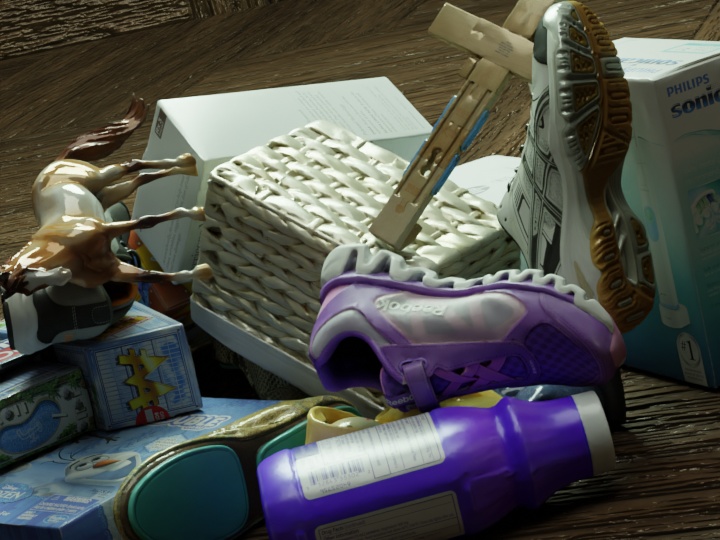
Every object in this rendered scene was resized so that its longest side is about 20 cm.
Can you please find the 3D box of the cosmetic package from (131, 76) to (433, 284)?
[{"bbox_3d":[-0.056,-0.066,1.620,0.199,0.113,0.081,-12,43,-32],"label":"cosmetic package"}]

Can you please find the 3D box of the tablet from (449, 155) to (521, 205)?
[{"bbox_3d":[0.102,-0.060,1.693,0.129,0.014,0.200,-22,15,-25],"label":"tablet"}]

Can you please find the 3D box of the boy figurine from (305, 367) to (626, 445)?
[{"bbox_3d":[0.056,0.088,1.369,0.199,0.065,0.124,-15,20,-12],"label":"boy figurine"}]

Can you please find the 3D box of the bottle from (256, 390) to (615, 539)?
[{"bbox_3d":[0.043,0.116,1.271,0.198,0.066,0.084,-15,20,-3],"label":"bottle"}]

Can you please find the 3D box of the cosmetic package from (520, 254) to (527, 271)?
[{"bbox_3d":[0.112,-0.024,1.719,0.101,0.075,0.200,-7,14,25],"label":"cosmetic package"}]

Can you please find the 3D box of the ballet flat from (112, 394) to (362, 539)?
[{"bbox_3d":[-0.082,0.124,1.368,0.199,0.071,0.070,-20,14,-41],"label":"ballet flat"}]

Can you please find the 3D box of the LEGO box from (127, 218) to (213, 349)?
[{"bbox_3d":[-0.114,-0.004,1.730,0.199,0.077,0.149,-25,-13,-36],"label":"LEGO box"}]

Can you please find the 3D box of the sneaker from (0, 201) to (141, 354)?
[{"bbox_3d":[-0.180,0.002,1.518,0.079,0.075,0.200,-2,21,9],"label":"sneaker"}]

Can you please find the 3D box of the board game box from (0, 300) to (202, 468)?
[{"bbox_3d":[-0.205,0.073,1.517,0.199,0.062,0.199,-22,15,-33],"label":"board game box"}]

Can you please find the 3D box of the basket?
[{"bbox_3d":[0.000,0.000,1.495,0.199,0.124,0.135,29,39,31],"label":"basket"}]

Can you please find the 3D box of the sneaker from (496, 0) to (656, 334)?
[{"bbox_3d":[0.115,-0.058,1.355,0.087,0.202,0.075,-7,-1,41],"label":"sneaker"}]

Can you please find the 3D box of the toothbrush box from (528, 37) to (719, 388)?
[{"bbox_3d":[0.195,-0.041,1.437,0.085,0.201,0.146,-21,15,-24],"label":"toothbrush box"}]

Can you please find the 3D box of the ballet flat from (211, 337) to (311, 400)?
[{"bbox_3d":[-0.068,0.045,1.626,0.067,0.076,0.200,-16,14,-12],"label":"ballet flat"}]

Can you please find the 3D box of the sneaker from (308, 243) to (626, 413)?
[{"bbox_3d":[0.054,0.047,1.308,0.199,0.081,0.089,8,48,26],"label":"sneaker"}]

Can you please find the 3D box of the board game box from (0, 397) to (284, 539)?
[{"bbox_3d":[-0.177,0.136,1.460,0.199,0.044,0.198,-1,19,44],"label":"board game box"}]

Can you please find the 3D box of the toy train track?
[{"bbox_3d":[0.073,-0.097,1.421,0.114,0.033,0.201,29,82,33],"label":"toy train track"}]

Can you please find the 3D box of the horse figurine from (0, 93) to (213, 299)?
[{"bbox_3d":[-0.167,-0.039,1.452,0.131,0.050,0.201,-8,36,-3],"label":"horse figurine"}]
